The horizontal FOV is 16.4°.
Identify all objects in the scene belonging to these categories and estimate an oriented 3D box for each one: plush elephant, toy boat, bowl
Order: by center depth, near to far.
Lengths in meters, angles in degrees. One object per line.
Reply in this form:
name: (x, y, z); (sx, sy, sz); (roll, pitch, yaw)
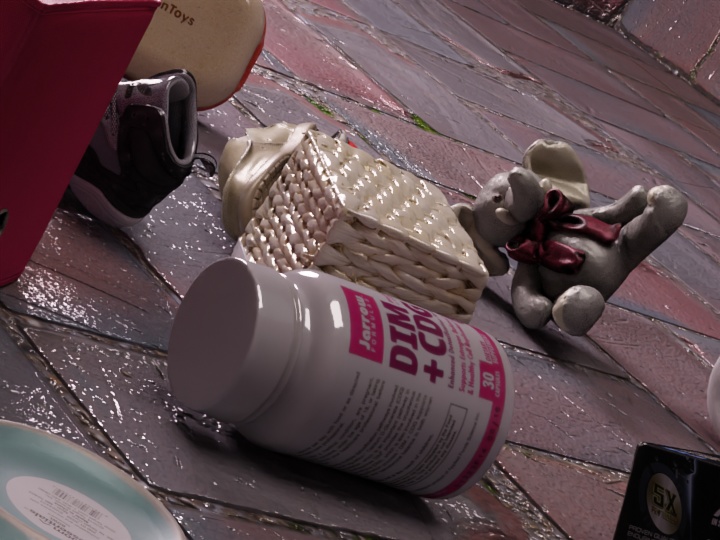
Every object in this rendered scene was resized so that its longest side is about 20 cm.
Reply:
bowl: (-0.144, 0.135, 1.042); (0.200, 0.105, 0.201); (28, 13, -7)
plush elephant: (0.163, -0.035, 2.175); (0.155, 0.165, 0.200); (43, -15, 0)
toy boat: (-0.189, -0.221, 2.237); (0.199, 0.131, 0.131); (29, -17, -6)

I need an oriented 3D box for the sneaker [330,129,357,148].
sneaker: (-0.009, -0.047, 2.064); (0.085, 0.077, 0.200); (37, 17, -21)

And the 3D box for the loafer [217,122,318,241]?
loafer: (-0.081, -0.066, 1.962); (0.068, 0.076, 0.200); (1, 16, 12)

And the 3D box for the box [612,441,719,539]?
box: (0.297, 0.186, 1.680); (0.199, 0.087, 0.163); (16, 1, 40)

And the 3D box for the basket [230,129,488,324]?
basket: (0.000, 0.000, 1.773); (0.135, 0.124, 0.200); (24, 16, -18)

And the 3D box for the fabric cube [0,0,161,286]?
fabric cube: (-0.270, -0.120, 1.489); (0.199, 0.200, 0.196); (32, 13, 11)

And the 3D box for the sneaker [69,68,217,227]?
sneaker: (-0.182, -0.126, 1.737); (0.200, 0.113, 0.076); (51, 37, -23)

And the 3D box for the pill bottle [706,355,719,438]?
pill bottle: (0.402, 0.122, 2.188); (0.199, 0.117, 0.116); (17, 18, -45)

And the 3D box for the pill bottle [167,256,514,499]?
pill bottle: (-0.012, 0.065, 1.541); (0.199, 0.114, 0.113); (20, 17, -35)
